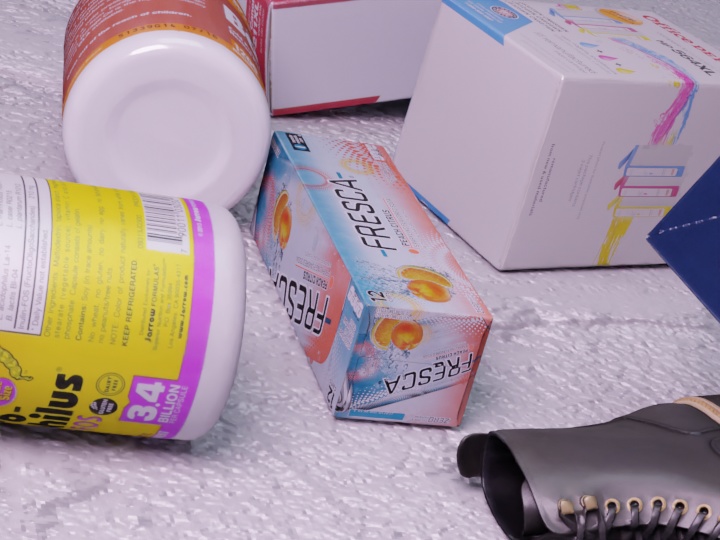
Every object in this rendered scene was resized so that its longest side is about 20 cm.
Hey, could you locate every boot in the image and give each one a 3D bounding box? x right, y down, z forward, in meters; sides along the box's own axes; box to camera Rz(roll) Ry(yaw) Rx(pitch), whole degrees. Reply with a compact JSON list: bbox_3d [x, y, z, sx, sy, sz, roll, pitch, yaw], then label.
[{"bbox_3d":[0.141,0.120,0.764,0.138,0.078,0.200,-2,18,-25],"label":"boot"}]

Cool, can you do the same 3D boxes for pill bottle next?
[{"bbox_3d":[-0.114,-0.114,1.031,0.112,0.113,0.200,10,26,-14],"label":"pill bottle"},{"bbox_3d":[-0.154,0.011,0.754,0.199,0.105,0.104,8,26,-18],"label":"pill bottle"}]

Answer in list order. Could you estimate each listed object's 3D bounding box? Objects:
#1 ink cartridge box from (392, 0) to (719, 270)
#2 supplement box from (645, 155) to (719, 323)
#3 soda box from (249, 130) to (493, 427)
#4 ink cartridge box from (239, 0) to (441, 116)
[{"bbox_3d":[0.145,-0.086,1.119,0.199,0.126,0.129,-3,30,-35],"label":"ink cartridge box"},{"bbox_3d":[0.280,0.029,0.862,0.200,0.134,0.200,35,14,-31],"label":"supplement box"},{"bbox_3d":[0.000,0.000,0.922,0.068,0.064,0.200,7,25,-20],"label":"soda box"},{"bbox_3d":[-0.026,-0.191,1.252,0.145,0.083,0.200,-10,32,-17],"label":"ink cartridge box"}]
